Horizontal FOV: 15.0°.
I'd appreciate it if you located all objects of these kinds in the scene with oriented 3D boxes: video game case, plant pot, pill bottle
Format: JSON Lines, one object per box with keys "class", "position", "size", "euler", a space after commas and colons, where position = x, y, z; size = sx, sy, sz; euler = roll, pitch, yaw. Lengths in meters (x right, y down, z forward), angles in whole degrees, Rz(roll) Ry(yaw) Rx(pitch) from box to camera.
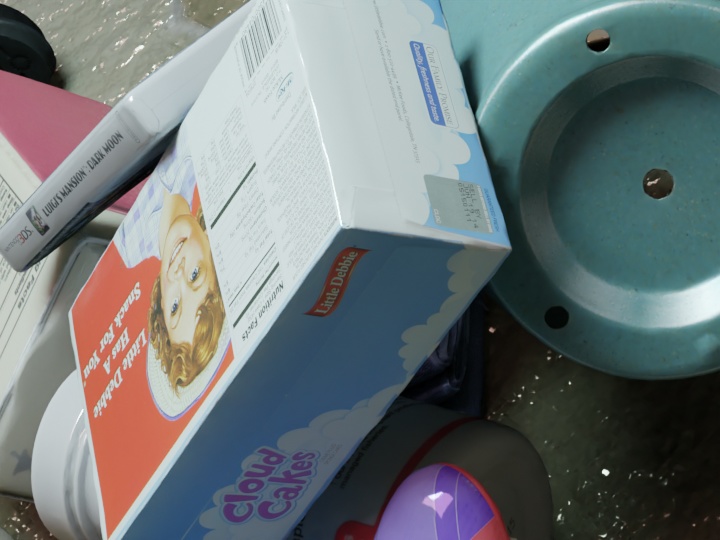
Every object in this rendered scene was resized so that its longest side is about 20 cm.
{"class": "video game case", "position": [-0.046, -0.086, 1.091], "size": [0.200, 0.023, 0.182], "euler": [-41, 2, -28]}
{"class": "plant pot", "position": [0.109, -0.050, 1.003], "size": [0.199, 0.201, 0.188], "euler": [-31, 11, 14]}
{"class": "pill bottle", "position": [-0.032, 0.094, 1.092], "size": [0.199, 0.109, 0.109], "euler": [13, 64, 35]}

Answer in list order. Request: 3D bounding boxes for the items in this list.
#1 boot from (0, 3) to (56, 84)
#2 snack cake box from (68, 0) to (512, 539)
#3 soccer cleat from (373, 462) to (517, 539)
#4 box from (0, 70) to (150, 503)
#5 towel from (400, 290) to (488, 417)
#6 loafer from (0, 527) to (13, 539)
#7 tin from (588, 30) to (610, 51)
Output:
{"class": "boot", "position": [-0.244, -0.146, 1.535], "size": [0.197, 0.073, 0.163], "euler": [-17, 43, 28]}
{"class": "snack cake box", "position": [-0.032, 0.005, 0.965], "size": [0.200, 0.067, 0.115], "euler": [-54, 40, 42]}
{"class": "soccer cleat", "position": [0.009, 0.165, 0.967], "size": [0.067, 0.076, 0.201], "euler": [29, 119, 37]}
{"class": "box", "position": [-0.144, 0.006, 1.256], "size": [0.200, 0.109, 0.128], "euler": [46, 114, 50]}
{"class": "towel", "position": [0.000, 0.000, 1.218], "size": [0.111, 0.049, 0.201], "euler": [-24, 44, 23]}
{"class": "loafer", "position": [-0.214, 0.138, 1.269], "size": [0.200, 0.070, 0.070], "euler": [30, 113, 45]}
{"class": "tin", "position": [0.073, -0.120, 1.240], "size": [0.199, 0.042, 0.112], "euler": [15, 38, 43]}
